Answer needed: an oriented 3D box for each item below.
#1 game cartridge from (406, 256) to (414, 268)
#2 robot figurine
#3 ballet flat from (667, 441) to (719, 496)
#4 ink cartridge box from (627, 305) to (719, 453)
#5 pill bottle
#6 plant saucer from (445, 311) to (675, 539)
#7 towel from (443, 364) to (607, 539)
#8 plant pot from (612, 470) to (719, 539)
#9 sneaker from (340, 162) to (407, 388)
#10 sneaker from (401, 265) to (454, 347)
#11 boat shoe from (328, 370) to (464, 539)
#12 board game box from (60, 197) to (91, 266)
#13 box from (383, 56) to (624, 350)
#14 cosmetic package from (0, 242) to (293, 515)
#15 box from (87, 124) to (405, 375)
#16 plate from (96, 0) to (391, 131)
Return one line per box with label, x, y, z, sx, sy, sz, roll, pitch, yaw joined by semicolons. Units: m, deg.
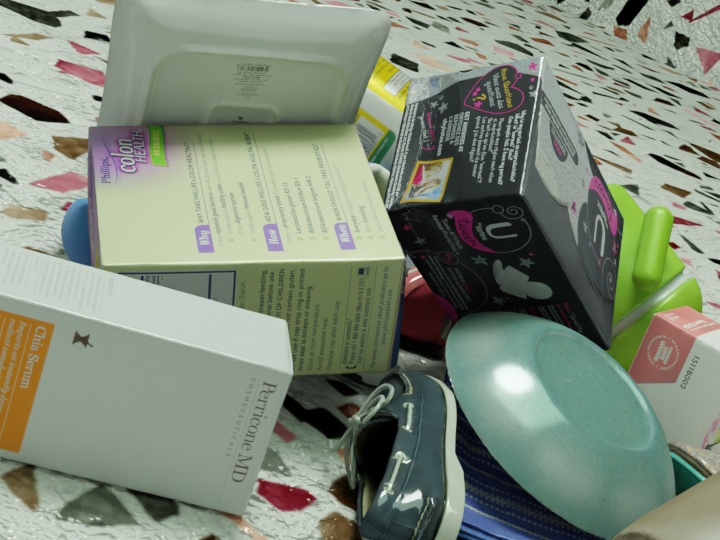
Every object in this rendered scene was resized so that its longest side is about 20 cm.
game cartridge;-0.013;-0.001;1.218;0.198;0.041;0.133;3;30;-40
robot figurine;0.224;0.005;1.265;0.115;0.176;0.201;-34;81;-19
ballet flat;0.290;0.181;0.980;0.067;0.069;0.200;-25;45;-14
ink cartridge box;0.294;0.126;1.063;0.199;0.118;0.067;31;21;30
pill bottle;-0.037;-0.154;1.206;0.199;0.113;0.113;36;20;2
plant saucer;0.148;0.093;0.963;0.200;0.039;0.202;28;32;-19
towel;0.118;0.130;0.957;0.143;0.024;0.201;20;32;-4
plant pot;0.232;0.184;0.784;0.171;0.202;0.200;-7;29;-22
sneaker;0.000;0.000;1.099;0.075;0.077;0.202;14;46;-26
sneaker;0.111;0.043;1.167;0.198;0.074;0.087;10;23;-27
boat shoe;0.020;0.115;0.888;0.061;0.075;0.201;24;24;-13
board game box;-0.131;-0.004;1.086;0.198;0.039;0.158;-9;40;-32
box;0.115;-0.042;1.055;0.113;0.133;0.200;-5;-37;27
cosmetic package;-0.148;0.061;0.818;0.198;0.102;0.071;15;20;-12
box;-0.086;-0.016;0.976;0.197;0.098;0.177;-1;36;-14
plate;-0.091;-0.114;1.036;0.197;0.201;0.033;2;50;-17
